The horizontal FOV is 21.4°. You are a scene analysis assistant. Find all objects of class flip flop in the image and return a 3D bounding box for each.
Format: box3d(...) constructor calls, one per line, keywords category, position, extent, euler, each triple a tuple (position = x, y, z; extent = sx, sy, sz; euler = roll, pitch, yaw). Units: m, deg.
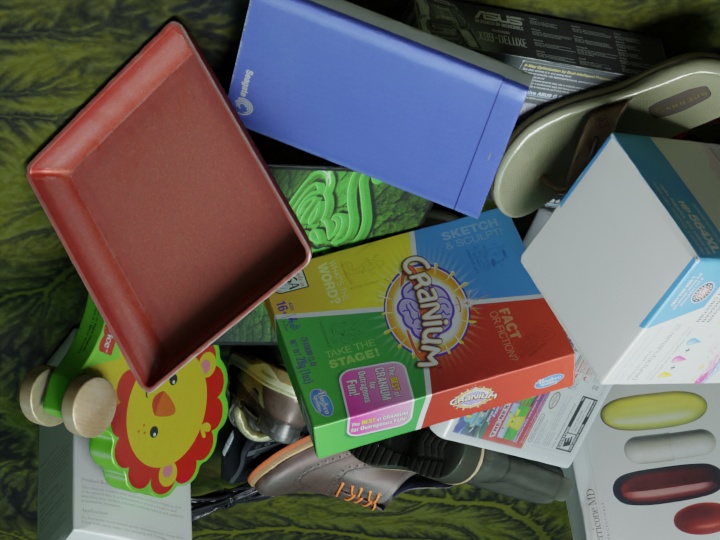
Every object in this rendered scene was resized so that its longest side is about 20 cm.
box3d(category="flip flop", position=(0.183, -0.089, 1.368), extent=(0.199, 0.058, 0.081), euler=(-23, 142, 17))

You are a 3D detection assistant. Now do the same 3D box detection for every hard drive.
box3d(category="hard drive", position=(0.009, -0.121, 1.336), extent=(0.199, 0.025, 0.132), euler=(22, 138, 2))

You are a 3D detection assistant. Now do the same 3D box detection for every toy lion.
box3d(category="toy lion", position=(-0.169, 0.075, 1.517), extent=(0.068, 0.201, 0.191), euler=(8, 168, 38))

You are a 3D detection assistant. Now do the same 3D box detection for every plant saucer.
box3d(category="plant saucer", position=(-0.134, -0.045, 1.377), extent=(0.199, 0.201, 0.037), euler=(-38, 165, 35))

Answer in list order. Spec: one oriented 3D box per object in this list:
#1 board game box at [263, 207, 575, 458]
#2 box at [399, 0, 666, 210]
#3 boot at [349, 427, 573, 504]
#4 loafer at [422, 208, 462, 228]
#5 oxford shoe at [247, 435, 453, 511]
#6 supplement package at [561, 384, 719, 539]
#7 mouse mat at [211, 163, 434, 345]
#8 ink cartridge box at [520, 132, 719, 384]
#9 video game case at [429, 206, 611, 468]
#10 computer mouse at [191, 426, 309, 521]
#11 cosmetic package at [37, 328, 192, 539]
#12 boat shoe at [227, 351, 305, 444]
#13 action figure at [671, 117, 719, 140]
box3d(category="board game box", position=(0.040, 0.043, 1.416), extent=(0.199, 0.153, 0.040), euler=(-16, 142, -9))
box3d(category="box", position=(0.105, -0.118, 1.406), extent=(0.199, 0.050, 0.158), euler=(7, 141, -18))
box3d(category="boot", position=(0.078, 0.158, 1.674), extent=(0.138, 0.200, 0.078), euler=(22, 93, -35))
box3d(category="loafer", position=(0.000, 0.000, 1.532), extent=(0.199, 0.069, 0.076), euler=(-7, 144, 0))
box3d(category="oxford shoe", position=(-0.004, 0.184, 1.738), extent=(0.199, 0.073, 0.071), euler=(-11, 155, -20))
box3d(category="supplement package", position=(0.293, 0.203, 1.751), extent=(0.199, 0.192, 0.147), euler=(-8, 143, 1))
box3d(category="mouse mat", position=(-0.038, -0.008, 1.450), extent=(0.160, 0.008, 0.200), euler=(1, 136, -23))
box3d(category="ink cartridge box", position=(0.245, -0.005, 1.368), extent=(0.199, 0.125, 0.129), euler=(2, 134, -38))
box3d(category="video game case", position=(0.159, 0.059, 1.556), extent=(0.182, 0.023, 0.201), euler=(18, 101, -48))
box3d(category="computer mouse", position=(-0.120, 0.170, 1.749), extent=(0.140, 0.046, 0.200), euler=(-16, 156, -20))
box3d(category="cosmetic package", position=(-0.207, 0.158, 1.603), extent=(0.112, 0.201, 0.081), euler=(17, 137, -26))
box3d(category="boat shoe", position=(-0.083, 0.110, 1.598), extent=(0.073, 0.065, 0.200), euler=(27, 172, -9))
box3d(category="action figure", position=(0.270, -0.133, 1.413), extent=(0.200, 0.052, 0.065), euler=(-28, 156, 30))
